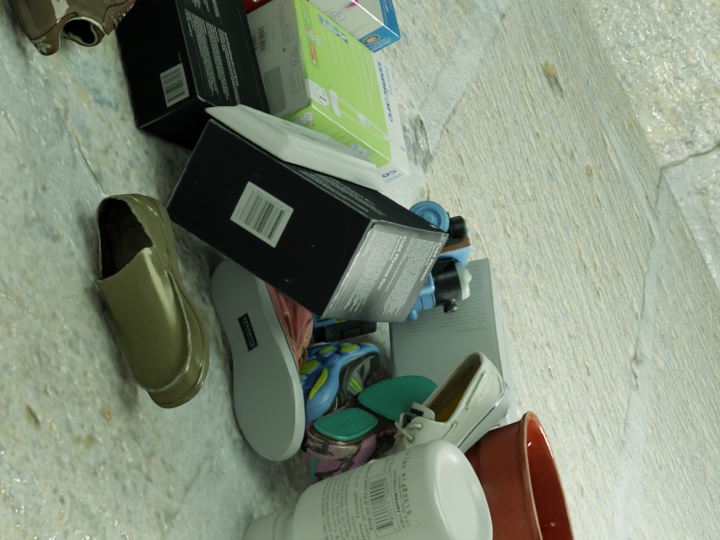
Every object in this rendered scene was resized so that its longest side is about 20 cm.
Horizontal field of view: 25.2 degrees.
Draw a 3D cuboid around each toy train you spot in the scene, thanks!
[{"bbox_3d":[0.025,0.003,1.674,0.087,0.198,0.115,97,-20,-75],"label":"toy train"}]

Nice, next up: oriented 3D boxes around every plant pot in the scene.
[{"bbox_3d":[0.094,0.255,1.563,0.201,0.194,0.203,-14,90,-76],"label":"plant pot"}]

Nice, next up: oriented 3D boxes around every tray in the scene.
[{"bbox_3d":[-0.053,-0.120,1.543,0.107,0.022,0.200,32,10,30],"label":"tray"}]

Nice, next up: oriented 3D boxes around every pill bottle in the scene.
[{"bbox_3d":[0.004,0.230,1.401,0.114,0.199,0.115,48,30,-39],"label":"pill bottle"}]

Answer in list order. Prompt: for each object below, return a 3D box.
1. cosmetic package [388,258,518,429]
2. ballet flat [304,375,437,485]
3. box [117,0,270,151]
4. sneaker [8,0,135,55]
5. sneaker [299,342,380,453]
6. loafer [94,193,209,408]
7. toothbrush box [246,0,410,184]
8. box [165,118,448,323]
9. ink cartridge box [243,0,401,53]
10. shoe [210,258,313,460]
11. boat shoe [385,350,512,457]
[{"bbox_3d":[0.106,0.132,1.758,0.200,0.122,0.201,71,11,-52],"label":"cosmetic package"},{"bbox_3d":[0.006,0.157,1.539,0.200,0.069,0.072,-23,134,-55],"label":"ballet flat"},{"bbox_3d":[-0.169,-0.225,1.580,0.141,0.078,0.202,18,54,-58],"label":"box"},{"bbox_3d":[-0.245,-0.239,1.447,0.200,0.070,0.076,-29,107,-58],"label":"sneaker"},{"bbox_3d":[-0.029,0.125,1.615,0.200,0.070,0.083,-50,134,-66],"label":"sneaker"},{"bbox_3d":[-0.183,0.021,1.341,0.067,0.076,0.201,29,35,-56],"label":"loafer"},{"bbox_3d":[-0.040,-0.183,1.720,0.200,0.086,0.147,28,45,-52],"label":"toothbrush box"},{"bbox_3d":[-0.048,-0.043,1.526,0.199,0.105,0.182,32,11,24],"label":"box"},{"bbox_3d":[-0.058,-0.291,1.742,0.200,0.116,0.068,30,43,-53],"label":"ink cartridge box"},{"bbox_3d":[-0.076,0.084,1.519,0.091,0.071,0.201,17,50,-55],"label":"shoe"},{"bbox_3d":[0.060,0.154,1.501,0.200,0.071,0.070,-44,122,-19],"label":"boat shoe"}]
